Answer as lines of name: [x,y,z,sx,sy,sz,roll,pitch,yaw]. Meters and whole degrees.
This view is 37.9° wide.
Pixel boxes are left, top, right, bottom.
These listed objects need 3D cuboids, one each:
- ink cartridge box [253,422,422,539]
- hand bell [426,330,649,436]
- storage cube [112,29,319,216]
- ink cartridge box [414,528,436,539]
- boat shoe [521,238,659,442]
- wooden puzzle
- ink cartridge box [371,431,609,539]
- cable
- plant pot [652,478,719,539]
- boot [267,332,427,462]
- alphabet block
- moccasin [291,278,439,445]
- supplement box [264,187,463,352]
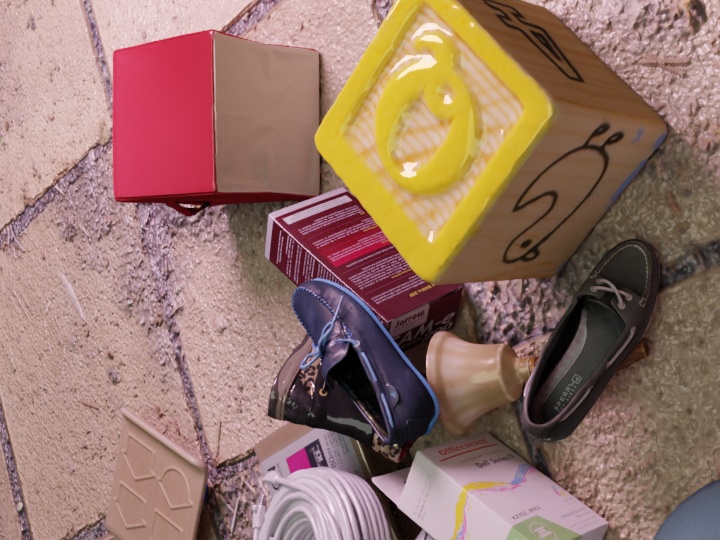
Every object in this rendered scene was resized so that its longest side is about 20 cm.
ink cartridge box: [-0.016,0.249,1.151,0.164,0.075,0.202,-36,69,36]
hand bell: [0.171,0.089,0.982,0.198,0.104,0.106,-15,81,29]
storage cube: [-0.164,-0.166,1.208,0.178,0.170,0.203,0,91,41]
ink cartridge box: [0.077,0.367,1.026,0.144,0.083,0.201,31,116,2]
boat shoe: [0.202,0.060,0.913,0.066,0.057,0.201,29,88,24]
wooden puzzle: [-0.267,0.305,1.407,0.184,0.046,0.203,24,112,40]
ink cartridge box: [0.119,0.220,0.997,0.199,0.116,0.068,33,114,36]
cable: [-0.042,0.297,1.038,0.199,0.069,0.203,-20,62,55]
plant pot: [0.298,0.272,0.824,0.199,0.134,0.203,2,93,43]
boot: [0.010,0.103,1.084,0.149,0.200,0.074,22,132,16]
alphabet block: [0.114,-0.121,0.934,0.197,0.199,0.196,50,123,29]
moccasin: [-0.008,0.082,0.999,0.200,0.068,0.081,42,139,31]
supplement box: [0.000,0.000,1.098,0.200,0.108,0.061,41,138,34]
